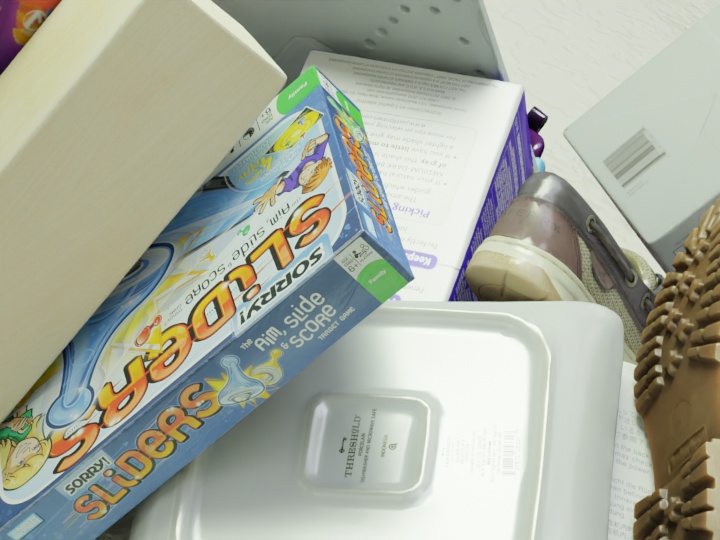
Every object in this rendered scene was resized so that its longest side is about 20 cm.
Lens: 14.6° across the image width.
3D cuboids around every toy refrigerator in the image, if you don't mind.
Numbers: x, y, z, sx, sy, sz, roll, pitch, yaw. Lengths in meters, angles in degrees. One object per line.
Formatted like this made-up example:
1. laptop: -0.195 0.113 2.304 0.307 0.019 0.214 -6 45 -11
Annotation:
1. toy refrigerator: -0.129 -0.036 1.168 0.076 0.200 0.070 36 8 -32

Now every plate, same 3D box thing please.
1. plate: 0.004 0.079 1.142 0.198 0.032 0.200 2 48 8

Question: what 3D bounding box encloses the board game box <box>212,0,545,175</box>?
1. board game box: -0.013 -0.096 1.360 0.199 0.201 0.026 8 53 26

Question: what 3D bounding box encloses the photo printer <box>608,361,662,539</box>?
1. photo printer: 0.107 0.127 1.190 0.165 0.070 0.201 19 50 -12

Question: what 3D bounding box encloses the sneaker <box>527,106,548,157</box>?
1. sneaker: 0.042 -0.031 1.464 0.074 0.088 0.200 29 27 8

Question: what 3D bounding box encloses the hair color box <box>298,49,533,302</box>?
1. hair color box: 0.000 0.000 1.272 0.109 0.065 0.201 10 54 16

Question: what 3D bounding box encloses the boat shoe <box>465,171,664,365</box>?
1. boat shoe: 0.112 0.020 1.293 0.072 0.065 0.200 20 -14 35

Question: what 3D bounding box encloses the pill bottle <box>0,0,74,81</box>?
1. pill bottle: -0.178 -0.081 1.241 0.111 0.201 0.112 20 28 -11

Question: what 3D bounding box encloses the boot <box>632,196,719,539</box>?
1. boot: 0.175 0.064 1.181 0.107 0.075 0.201 17 59 -19

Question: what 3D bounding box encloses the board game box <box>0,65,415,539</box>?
1. board game box: -0.073 0.019 1.161 0.034 0.200 0.136 42 16 -30

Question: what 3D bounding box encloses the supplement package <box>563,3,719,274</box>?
1. supplement package: 0.234 -0.020 1.432 0.200 0.150 0.152 49 6 -27
